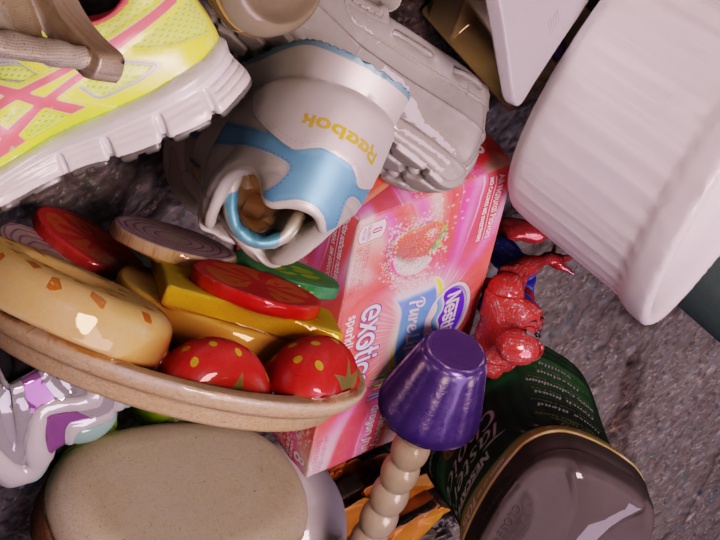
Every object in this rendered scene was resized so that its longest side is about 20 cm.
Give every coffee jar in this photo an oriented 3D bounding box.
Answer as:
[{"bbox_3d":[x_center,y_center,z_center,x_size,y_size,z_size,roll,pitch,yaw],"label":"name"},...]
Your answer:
[{"bbox_3d":[0.093,0.114,1.260,0.085,0.200,0.104,28,102,-15],"label":"coffee jar"}]

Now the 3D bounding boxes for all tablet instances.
[{"bbox_3d":[0.100,-0.183,1.073,0.200,0.014,0.130,-56,144,-40],"label":"tablet"}]

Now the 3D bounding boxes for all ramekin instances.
[{"bbox_3d":[0.160,-0.081,1.157,0.201,0.098,0.201,-51,166,-18],"label":"ramekin"}]

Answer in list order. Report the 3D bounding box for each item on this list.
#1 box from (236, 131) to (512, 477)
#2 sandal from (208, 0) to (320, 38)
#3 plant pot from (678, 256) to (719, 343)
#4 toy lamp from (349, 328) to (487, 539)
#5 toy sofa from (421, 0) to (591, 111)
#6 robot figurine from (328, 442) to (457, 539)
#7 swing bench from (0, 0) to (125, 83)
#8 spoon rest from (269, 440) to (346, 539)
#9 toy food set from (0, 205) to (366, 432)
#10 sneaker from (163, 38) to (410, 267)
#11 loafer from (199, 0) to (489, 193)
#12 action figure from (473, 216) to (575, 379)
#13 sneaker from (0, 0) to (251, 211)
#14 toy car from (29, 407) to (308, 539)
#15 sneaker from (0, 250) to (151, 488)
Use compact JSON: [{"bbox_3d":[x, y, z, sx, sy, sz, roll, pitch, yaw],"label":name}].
[{"bbox_3d":[0.000,0.000,1.233,0.102,0.095,0.200,-21,143,-29],"label":"box"},{"bbox_3d":[-0.036,-0.188,0.961,0.080,0.054,0.201,-24,121,-33],"label":"sandal"},{"bbox_3d":[0.235,-0.041,1.332,0.200,0.196,0.200,-28,147,-20],"label":"plant pot"},{"bbox_3d":[0.020,0.112,1.249,0.058,0.058,0.200,-14,140,-35],"label":"toy lamp"},{"bbox_3d":[0.055,-0.169,1.095,0.098,0.083,0.200,-41,148,2],"label":"toy sofa"},{"bbox_3d":[0.009,0.139,1.448,0.200,0.058,0.145,-27,146,-19],"label":"robot figurine"},{"bbox_3d":[-0.142,-0.185,0.835,0.199,0.130,0.200,4,133,-49],"label":"swing bench"},{"bbox_3d":[-0.098,0.173,1.365,0.200,0.100,0.061,-29,164,10],"label":"spoon rest"},{"bbox_3d":[-0.091,0.016,1.038,0.199,0.198,0.049,15,101,-13],"label":"toy food set"},{"bbox_3d":[-0.050,-0.045,1.071,0.081,0.076,0.200,-67,-164,-17],"label":"sneaker"},{"bbox_3d":[-0.014,-0.111,1.084,0.200,0.070,0.070,39,67,-36],"label":"loafer"},{"bbox_3d":[0.086,0.017,1.274,0.200,0.052,0.066,-65,170,-75],"label":"action figure"},{"bbox_3d":[-0.154,-0.078,1.013,0.200,0.078,0.091,-23,105,-3],"label":"sneaker"},{"bbox_3d":[-0.131,0.171,1.266,0.158,0.165,0.200,-7,148,-41],"label":"toy car"},{"bbox_3d":[-0.191,0.055,1.119,0.200,0.078,0.140,-47,148,9],"label":"sneaker"}]
